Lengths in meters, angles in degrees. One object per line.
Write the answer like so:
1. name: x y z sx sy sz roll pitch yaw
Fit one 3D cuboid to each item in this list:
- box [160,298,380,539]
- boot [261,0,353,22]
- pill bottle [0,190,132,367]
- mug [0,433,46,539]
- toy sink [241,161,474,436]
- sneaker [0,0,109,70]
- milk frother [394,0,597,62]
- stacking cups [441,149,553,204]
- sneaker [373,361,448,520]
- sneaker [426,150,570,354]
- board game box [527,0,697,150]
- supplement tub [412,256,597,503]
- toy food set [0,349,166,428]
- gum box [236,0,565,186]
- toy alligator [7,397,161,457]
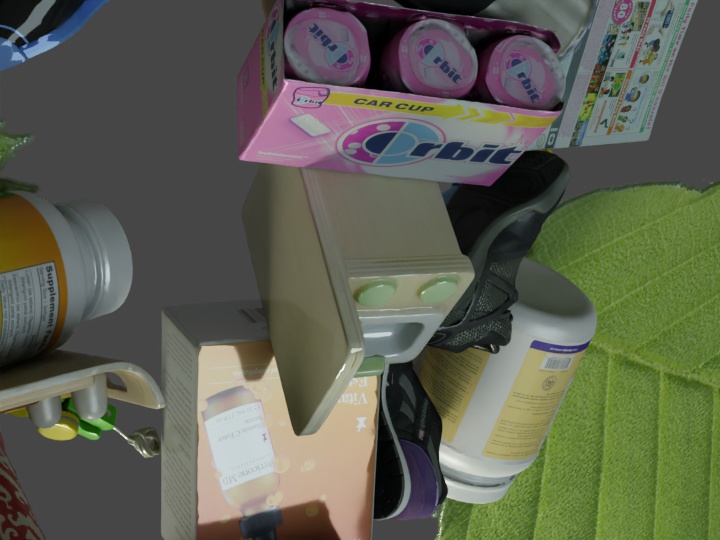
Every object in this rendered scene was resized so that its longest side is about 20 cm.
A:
1. box: -0.074 0.132 1.000 0.151 0.106 0.202 -4 105 -23
2. boot: 0.009 -0.167 0.916 0.154 0.077 0.201 -11 132 -26
3. pill bottle: -0.248 0.009 0.807 0.199 0.111 0.112 -17 132 -49
4. mug: -0.296 0.202 0.859 0.177 0.200 0.134 1 120 -40
5. toy sink: 0.000 0.000 0.901 0.111 0.201 0.131 -2 148 -23
6. sneaker: -0.178 -0.199 0.764 0.200 0.070 0.078 -38 129 -16
7. milk frother: 0.112 -0.241 0.831 0.188 0.199 0.182 19 78 -56
8. stacking cups: 0.080 -0.047 1.085 0.199 0.060 0.061 -32 135 -15
9. sneaker: 0.026 0.117 1.089 0.075 0.202 0.087 -22 157 38
10. sneaker: 0.107 -0.010 1.042 0.200 0.076 0.115 -50 142 -27
11. board game box: 0.180 -0.183 1.063 0.199 0.064 0.148 -6 125 -34
12. supplement tub: 0.117 0.097 1.156 0.145 0.145 0.201 2 119 -40
13. toy food set: -0.240 0.098 0.794 0.199 0.143 0.061 -13 97 -30
14. gum box: 0.028 -0.115 0.829 0.198 0.067 0.114 4 159 -20
15. toy alligator: -0.229 0.100 0.950 0.054 0.060 0.200 -14 143 24
